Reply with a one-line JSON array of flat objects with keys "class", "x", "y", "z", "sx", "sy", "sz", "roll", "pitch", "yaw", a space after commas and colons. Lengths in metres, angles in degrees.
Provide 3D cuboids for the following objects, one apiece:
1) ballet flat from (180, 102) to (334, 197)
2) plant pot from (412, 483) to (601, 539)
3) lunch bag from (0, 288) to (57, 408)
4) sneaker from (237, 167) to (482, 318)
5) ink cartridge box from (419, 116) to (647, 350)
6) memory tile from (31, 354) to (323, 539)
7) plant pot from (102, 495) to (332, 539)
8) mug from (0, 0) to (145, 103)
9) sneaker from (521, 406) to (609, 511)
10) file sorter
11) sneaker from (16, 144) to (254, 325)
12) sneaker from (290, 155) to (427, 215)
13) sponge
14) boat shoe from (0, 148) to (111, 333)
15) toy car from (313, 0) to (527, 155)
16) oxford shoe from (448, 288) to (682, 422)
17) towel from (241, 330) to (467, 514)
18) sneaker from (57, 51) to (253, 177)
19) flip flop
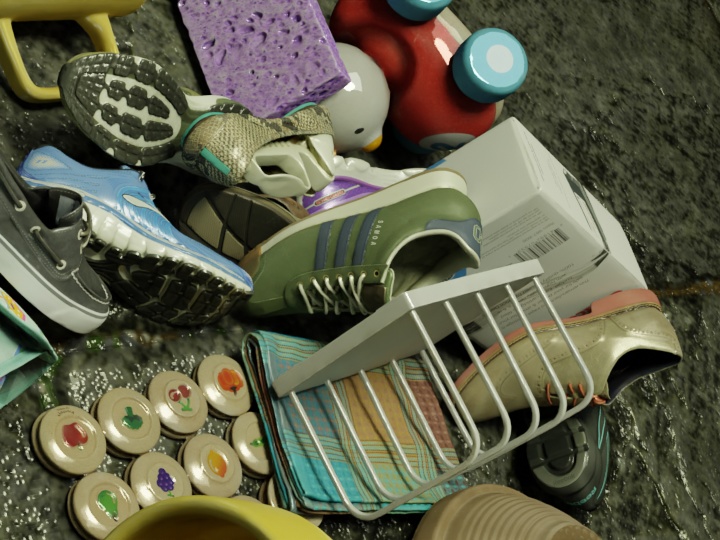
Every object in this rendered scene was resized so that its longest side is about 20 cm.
[{"class": "ballet flat", "x": -0.062, "y": -0.086, "z": 1.162, "sx": 0.075, "sy": 0.068, "sz": 0.200, "roll": 44, "pitch": 23, "yaw": 14}, {"class": "plant pot", "x": 0.135, "y": 0.250, "z": 1.130, "sx": 0.201, "sy": 0.093, "sz": 0.201, "roll": 25, "pitch": 52, "yaw": -35}, {"class": "lunch bag", "x": -0.282, "y": 0.027, "z": 0.895, "sx": 0.170, "sy": 0.122, "sz": 0.200, "roll": 47, "pitch": 27, "yaw": 2}, {"class": "sneaker", "x": 0.000, "y": 0.000, "z": 1.129, "sx": 0.067, "sy": 0.200, "sz": 0.090, "roll": 61, "pitch": 6, "yaw": -48}, {"class": "ink cartridge box", "x": 0.125, "y": -0.017, "z": 1.250, "sx": 0.200, "sy": 0.144, "sz": 0.084, "roll": 36, "pitch": 30, "yaw": -47}, {"class": "memory tile", "x": -0.120, "y": 0.141, "z": 1.043, "sx": 0.200, "sy": 0.017, "sz": 0.154, "roll": -17, "pitch": 73, "yaw": -50}, {"class": "plant pot", "x": -0.050, "y": 0.244, "z": 0.906, "sx": 0.189, "sy": 0.201, "sz": 0.201, "roll": 21, "pitch": 46, "yaw": -53}, {"class": "mug", "x": -0.243, "y": -0.237, "z": 1.123, "sx": 0.153, "sy": 0.149, "sz": 0.187, "roll": -23, "pitch": 71, "yaw": -42}, {"class": "sneaker", "x": 0.174, "y": 0.120, "z": 1.322, "sx": 0.079, "sy": 0.075, "sz": 0.200, "roll": 45, "pitch": 33, "yaw": -43}, {"class": "file sorter", "x": 0.064, "y": 0.088, "z": 1.126, "sx": 0.200, "sy": 0.139, "sz": 0.125, "roll": -13, "pitch": 72, "yaw": -56}, {"class": "sneaker", "x": -0.160, "y": -0.032, "z": 1.090, "sx": 0.200, "sy": 0.079, "sz": 0.089, "roll": 30, "pitch": 46, "yaw": -24}, {"class": "sneaker", "x": 0.022, "y": -0.043, "z": 1.298, "sx": 0.200, "sy": 0.081, "sz": 0.084, "roll": 5, "pitch": 74, "yaw": -34}, {"class": "sponge", "x": -0.093, "y": -0.217, "z": 1.274, "sx": 0.030, "sy": 0.111, "sz": 0.200, "roll": 29, "pitch": 36, "yaw": -65}, {"class": "boat shoe", "x": -0.211, "y": -0.031, "z": 0.987, "sx": 0.200, "sy": 0.066, "sz": 0.070, "roll": 52, "pitch": 5, "yaw": -44}, {"class": "toy car", "x": 0.007, "y": -0.149, "z": 1.312, "sx": 0.200, "sy": 0.184, "sz": 0.177, "roll": -41, "pitch": 93, "yaw": -22}, {"class": "oxford shoe", "x": 0.170, "y": 0.083, "z": 1.247, "sx": 0.071, "sy": 0.200, "sz": 0.075, "roll": 66, "pitch": -3, "yaw": -50}, {"class": "towel", "x": 0.001, "y": 0.119, "z": 1.160, "sx": 0.200, "sy": 0.022, "sz": 0.147, "roll": 11, "pitch": 52, "yaw": -45}, {"class": "sneaker", "x": -0.169, "y": -0.118, "z": 1.138, "sx": 0.200, "sy": 0.088, "sz": 0.077, "roll": 21, "pitch": 89, "yaw": -57}, {"class": "flip flop", "x": -0.063, "y": -0.028, "z": 1.191, "sx": 0.200, "sy": 0.081, "sz": 0.058, "roll": 12, "pitch": 35, "yaw": -40}]
